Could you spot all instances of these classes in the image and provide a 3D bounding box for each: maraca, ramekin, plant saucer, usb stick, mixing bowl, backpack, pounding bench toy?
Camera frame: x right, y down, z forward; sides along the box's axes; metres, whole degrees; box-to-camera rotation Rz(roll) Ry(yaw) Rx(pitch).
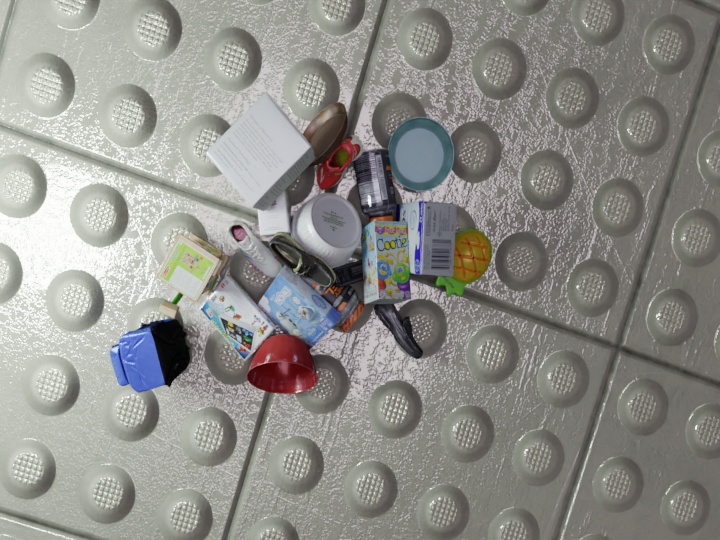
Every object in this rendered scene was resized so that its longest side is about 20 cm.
[{"bbox_3d":[0.291,-0.022,1.515,0.136,0.107,0.202,40,90,-5],"label":"maraca"},{"bbox_3d":[-0.084,-0.113,1.443,0.196,0.094,0.210,13,63,-27],"label":"ramekin"},{"bbox_3d":[-0.101,-0.360,1.445,0.034,0.199,0.203,35,92,-36],"label":"plant saucer"},{"bbox_3d":[0.000,0.000,1.483,0.195,0.032,0.058,-17,88,-39],"label":"usb stick"},{"bbox_3d":[-0.211,0.247,1.472,0.191,0.203,0.112,1,55,-4],"label":"mixing bowl"},{"bbox_3d":[0.170,-0.330,1.527,0.191,0.036,0.209,0,94,-4],"label":"plant saucer"},{"bbox_3d":[-0.555,0.215,1.428,0.161,0.200,0.170,-8,96,6],"label":"backpack"},{"bbox_3d":[-0.465,0.021,1.443,0.122,0.156,0.205,30,91,-6],"label":"pounding bench toy"}]

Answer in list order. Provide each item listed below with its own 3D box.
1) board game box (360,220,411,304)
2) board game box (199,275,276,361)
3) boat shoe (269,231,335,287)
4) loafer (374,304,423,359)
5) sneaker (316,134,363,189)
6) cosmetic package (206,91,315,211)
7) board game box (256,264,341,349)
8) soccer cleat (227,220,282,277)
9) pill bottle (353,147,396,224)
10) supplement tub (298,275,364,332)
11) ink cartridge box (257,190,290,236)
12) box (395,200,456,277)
[{"bbox_3d":[0.067,-0.019,1.441,0.099,0.104,0.209,1,80,-22],"label":"board game box"},{"bbox_3d":[-0.344,0.133,1.495,0.126,0.035,0.200,-44,85,7],"label":"board game box"},{"bbox_3d":[-0.153,-0.017,1.374,0.199,0.066,0.072,38,119,-4],"label":"boat shoe"},{"bbox_3d":[0.119,0.163,1.532,0.070,0.068,0.202,-38,91,8],"label":"loafer"},{"bbox_3d":[-0.073,-0.289,1.448,0.077,0.085,0.200,47,134,0],"label":"sneaker"},{"bbox_3d":[-0.232,-0.277,1.293,0.200,0.167,0.167,-44,92,0],"label":"cosmetic package"},{"bbox_3d":[-0.173,0.109,1.457,0.198,0.200,0.044,41,50,-3],"label":"board game box"},{"bbox_3d":[-0.299,-0.055,1.485,0.070,0.086,0.200,-44,95,0],"label":"soccer cleat"},{"bbox_3d":[0.043,-0.226,1.489,0.102,0.106,0.209,-10,94,-3],"label":"pill bottle"},{"bbox_3d":[-0.090,0.068,1.487,0.199,0.123,0.124,40,90,-6],"label":"supplement tub"},{"bbox_3d":[-0.237,-0.200,1.453,0.080,0.145,0.209,-6,93,-2],"label":"ink cartridge box"},{"bbox_3d":[0.171,-0.086,1.451,0.101,0.199,0.192,2,93,-17],"label":"box"}]
